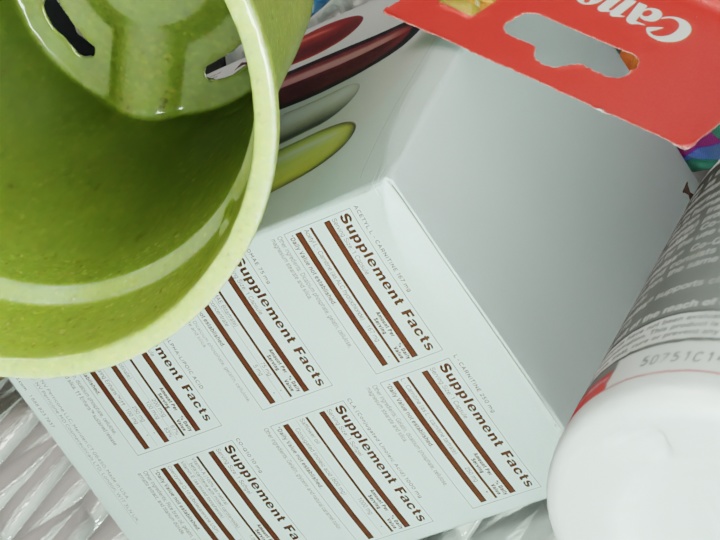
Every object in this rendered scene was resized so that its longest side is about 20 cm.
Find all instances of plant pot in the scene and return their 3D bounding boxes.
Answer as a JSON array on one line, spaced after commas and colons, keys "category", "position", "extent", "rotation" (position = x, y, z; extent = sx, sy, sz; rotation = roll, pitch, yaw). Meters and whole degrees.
[{"category": "plant pot", "position": [-0.100, -0.088, 1.035], "extent": [0.200, 0.201, 0.184], "rotation": [-25, 13, 23]}]

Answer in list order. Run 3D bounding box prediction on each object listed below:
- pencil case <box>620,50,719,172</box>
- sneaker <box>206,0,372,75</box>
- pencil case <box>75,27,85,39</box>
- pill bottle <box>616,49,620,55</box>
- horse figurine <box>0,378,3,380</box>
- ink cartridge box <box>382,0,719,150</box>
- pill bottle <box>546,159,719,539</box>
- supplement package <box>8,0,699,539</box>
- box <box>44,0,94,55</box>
[{"category": "pencil case", "position": [0.197, -0.091, 1.127], "extent": [0.200, 0.088, 0.088], "rotation": [-10, 31, 47]}, {"category": "sneaker", "position": [0.025, -0.139, 1.227], "extent": [0.200, 0.075, 0.087], "rotation": [-23, -7, 24]}, {"category": "pencil case", "position": [-0.044, -0.092, 1.338], "extent": [0.078, 0.200, 0.089], "rotation": [-47, -14, -16]}, {"category": "pill bottle", "position": [0.109, -0.146, 1.341], "extent": [0.109, 0.109, 0.200], "rotation": [-18, 26, 36]}, {"category": "horse figurine", "position": [-0.211, 0.066, 1.425], "extent": [0.200, 0.050, 0.133], "rotation": [-48, 12, -18]}, {"category": "ink cartridge box", "position": [0.127, -0.137, 1.052], "extent": [0.200, 0.050, 0.161], "rotation": [-35, 42, -27]}, {"category": "pill bottle", "position": [0.144, 0.023, 0.910], "extent": [0.114, 0.114, 0.200], "rotation": [-17, 27, 38]}, {"category": "supplement package", "position": [0.000, 0.000, 1.129], "extent": [0.200, 0.147, 0.191], "rotation": [-21, 24, 33]}, {"category": "box", "position": [-0.102, -0.105, 1.437], "extent": [0.160, 0.200, 0.044], "rotation": [-36, 20, -8]}]
